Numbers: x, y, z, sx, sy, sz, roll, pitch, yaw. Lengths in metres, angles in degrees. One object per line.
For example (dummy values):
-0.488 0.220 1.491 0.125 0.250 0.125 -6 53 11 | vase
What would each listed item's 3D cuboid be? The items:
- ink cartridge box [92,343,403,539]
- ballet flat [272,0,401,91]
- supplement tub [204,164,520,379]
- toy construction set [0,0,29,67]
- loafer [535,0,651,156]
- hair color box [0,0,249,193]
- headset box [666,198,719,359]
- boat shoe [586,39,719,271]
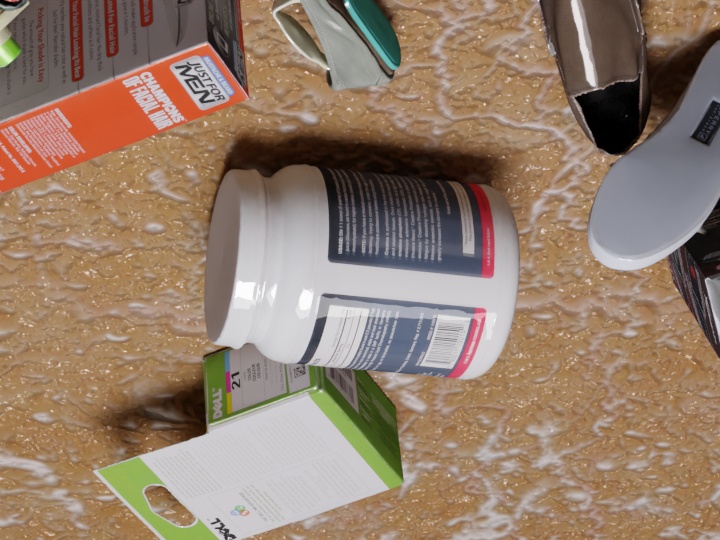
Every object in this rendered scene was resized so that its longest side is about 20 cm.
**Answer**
-0.088 0.133 1.921 0.200 0.076 0.148 -20 138 17 | ink cartridge box
-0.034 -0.184 1.573 0.064 0.067 0.200 -12 139 17 | ballet flat
0.000 0.000 1.730 0.200 0.140 0.140 6 137 -14 | supplement tub
-0.277 -0.164 1.477 0.131 0.092 0.200 -44 124 -7 | toy construction set
0.160 -0.152 1.630 0.073 0.071 0.200 -16 138 10 | loafer
-0.176 -0.131 1.579 0.200 0.111 0.064 -20 138 15 | hair color box
0.294 -0.017 1.715 0.149 0.200 0.075 -16 110 1 | headset box
0.213 -0.066 1.668 0.075 0.202 0.086 29 153 11 | boat shoe
